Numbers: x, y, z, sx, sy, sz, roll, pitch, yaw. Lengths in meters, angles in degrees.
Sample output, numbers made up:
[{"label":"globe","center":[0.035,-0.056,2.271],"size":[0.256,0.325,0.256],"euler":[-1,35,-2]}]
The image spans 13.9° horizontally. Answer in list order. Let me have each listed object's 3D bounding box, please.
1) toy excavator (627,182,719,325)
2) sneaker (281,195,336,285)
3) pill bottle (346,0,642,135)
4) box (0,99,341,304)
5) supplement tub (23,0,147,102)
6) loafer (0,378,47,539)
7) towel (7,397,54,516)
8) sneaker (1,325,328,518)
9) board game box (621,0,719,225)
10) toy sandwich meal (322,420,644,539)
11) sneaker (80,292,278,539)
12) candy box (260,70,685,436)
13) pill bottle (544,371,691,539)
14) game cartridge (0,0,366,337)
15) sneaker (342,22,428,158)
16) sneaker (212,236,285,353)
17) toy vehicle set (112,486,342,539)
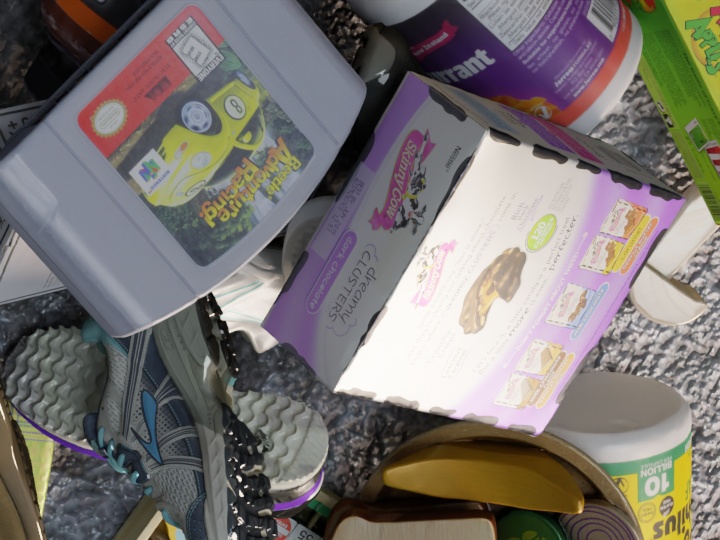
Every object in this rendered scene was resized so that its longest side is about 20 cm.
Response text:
[{"label":"toy excavator","center":[0.273,-0.054,1.855],"size":[0.200,0.100,0.195],"euler":[8,106,-11]},{"label":"sneaker","center":[0.000,0.000,1.733],"size":[0.074,0.082,0.200],"euler":[-14,146,9]},{"label":"pill bottle","center":[0.060,-0.164,1.702],"size":[0.200,0.111,0.111],"euler":[40,90,-29]},{"label":"box","center":[-0.118,-0.051,1.612],"size":[0.200,0.060,0.117],"euler":[-15,156,-28]},{"label":"supplement tub","center":[-0.105,-0.167,1.627],"size":[0.107,0.107,0.200],"euler":[25,108,-28]},{"label":"loafer","center":[-0.223,0.106,1.669],"size":[0.067,0.076,0.200],"euler":[-14,129,-5]},{"label":"towel","center":[-0.280,0.129,1.716],"size":[0.200,0.023,0.144],"euler":[5,106,-25]},{"label":"sneaker","center":[-0.115,0.101,1.724],"size":[0.200,0.100,0.070],"euler":[19,64,10]},{"label":"board game box","center":[0.203,-0.124,1.749],"size":[0.048,0.102,0.200],"euler":[-29,98,-12]},{"label":"toy sandwich meal","center":[0.072,0.182,1.785],"size":[0.205,0.070,0.205],"euler":[5,111,12]},{"label":"sneaker","center":[-0.104,0.099,1.640],"size":[0.086,0.200,0.078],"euler":[-20,152,11]},{"label":"candy box","center":[0.065,-0.005,1.647],"size":[0.200,0.072,0.168],"euler":[16,110,-51]},{"label":"pill bottle","center":[0.153,0.175,1.864],"size":[0.113,0.113,0.200],"euler":[-9,111,-20]},{"label":"game cartridge","center":[-0.090,-0.067,1.538],"size":[0.200,0.041,0.133],"euler":[-48,112,-23]},{"label":"sneaker","center":[0.035,-0.082,1.686],"size":[0.079,0.200,0.075],"euler":[15,74,11]},{"label":"sneaker","center":[-0.119,0.008,1.713],"size":[0.200,0.070,0.080],"euler":[8,108,-26]},{"label":"toy vehicle set","center":[-0.054,0.188,1.829],"size":[0.200,0.027,0.124],"euler":[34,93,-29]}]
